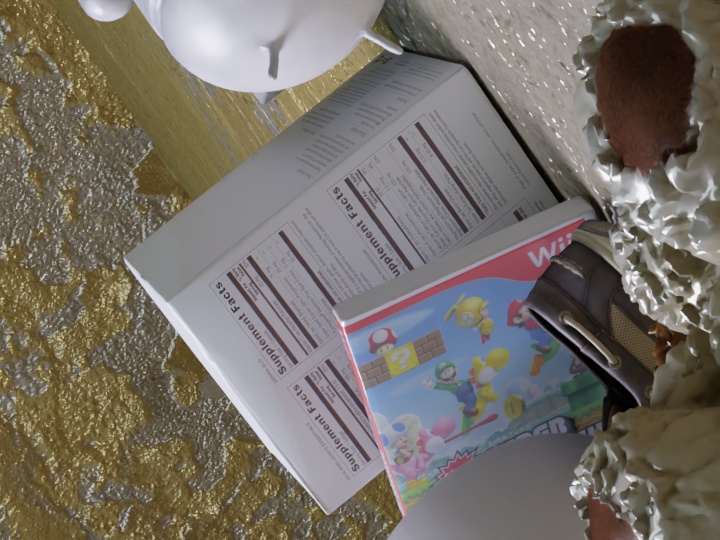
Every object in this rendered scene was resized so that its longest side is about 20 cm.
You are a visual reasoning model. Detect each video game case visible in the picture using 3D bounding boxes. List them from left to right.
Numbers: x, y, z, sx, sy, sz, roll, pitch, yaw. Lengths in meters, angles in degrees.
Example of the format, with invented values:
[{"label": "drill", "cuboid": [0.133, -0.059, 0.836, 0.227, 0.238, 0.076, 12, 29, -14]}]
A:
[{"label": "video game case", "cuboid": [0.076, 0.071, 1.164, 0.017, 0.142, 0.201, -125, 14, -54]}]

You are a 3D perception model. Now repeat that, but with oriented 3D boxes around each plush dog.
[{"label": "plush dog", "cuboid": [0.131, -0.015, 0.670, 0.172, 0.159, 0.201, -111, 16, -62]}]

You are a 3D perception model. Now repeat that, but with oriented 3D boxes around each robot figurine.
[{"label": "robot figurine", "cuboid": [-0.060, -0.160, 0.985, 0.200, 0.169, 0.113, 55, 153, 26]}]

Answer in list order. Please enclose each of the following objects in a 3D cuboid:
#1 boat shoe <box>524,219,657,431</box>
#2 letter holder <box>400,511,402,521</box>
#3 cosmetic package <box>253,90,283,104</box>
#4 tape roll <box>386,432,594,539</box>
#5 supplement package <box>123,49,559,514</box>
[{"label": "boat shoe", "cuboid": [0.152, 0.069, 1.105, 0.200, 0.073, 0.074, 52, 174, -6]}, {"label": "letter holder", "cuboid": [0.127, 0.219, 1.521, 0.201, 0.142, 0.101, 66, 163, 9]}, {"label": "cosmetic package", "cuboid": [-0.050, -0.167, 1.169, 0.108, 0.085, 0.200, 52, 174, 1]}, {"label": "tape roll", "cuboid": [0.113, 0.201, 1.124, 0.203, 0.202, 0.139, 55, 175, -32]}, {"label": "supplement package", "cuboid": [0.000, 0.000, 1.224, 0.151, 0.200, 0.152, 53, 174, -16]}]
